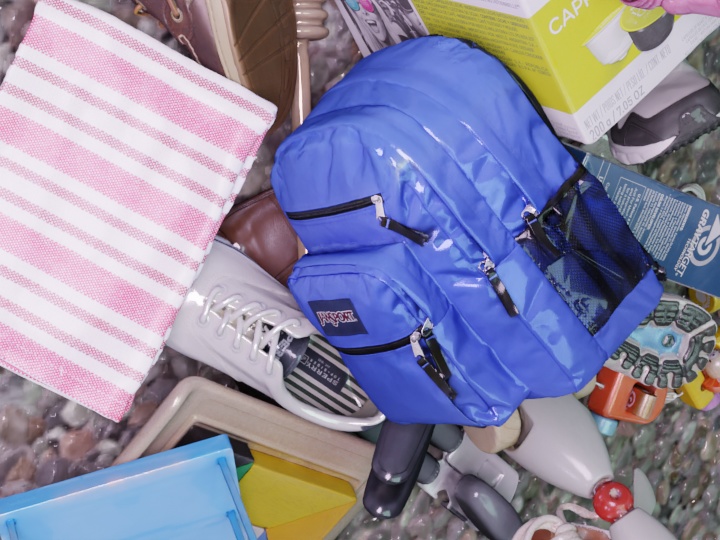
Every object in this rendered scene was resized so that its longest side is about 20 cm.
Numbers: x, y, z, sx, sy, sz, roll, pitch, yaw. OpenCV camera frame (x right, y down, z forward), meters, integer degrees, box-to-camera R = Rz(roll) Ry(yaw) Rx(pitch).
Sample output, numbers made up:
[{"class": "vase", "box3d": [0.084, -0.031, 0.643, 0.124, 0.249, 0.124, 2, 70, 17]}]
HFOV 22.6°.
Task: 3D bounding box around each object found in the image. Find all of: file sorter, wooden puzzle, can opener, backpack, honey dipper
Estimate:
[{"class": "file sorter", "box3d": [-0.117, 0.222, 1.047, 0.139, 0.123, 0.200, -15, 133, -11]}, {"class": "wooden puzzle", "box3d": [-0.088, 0.159, 1.111, 0.200, 0.037, 0.185, 22, 116, -42]}, {"class": "can opener", "box3d": [0.052, 0.122, 1.232, 0.200, 0.066, 0.053, 41, 80, -34]}, {"class": "can opener", "box3d": [0.039, 0.082, 1.113, 0.200, 0.079, 0.063, -52, 150, -61]}, {"class": "backpack", "box3d": [0.046, -0.021, 1.006, 0.168, 0.162, 0.200, -45, 110, -32]}, {"class": "honey dipper", "box3d": [-0.035, -0.084, 1.067, 0.038, 0.038, 0.200, -3, 93, -36]}]

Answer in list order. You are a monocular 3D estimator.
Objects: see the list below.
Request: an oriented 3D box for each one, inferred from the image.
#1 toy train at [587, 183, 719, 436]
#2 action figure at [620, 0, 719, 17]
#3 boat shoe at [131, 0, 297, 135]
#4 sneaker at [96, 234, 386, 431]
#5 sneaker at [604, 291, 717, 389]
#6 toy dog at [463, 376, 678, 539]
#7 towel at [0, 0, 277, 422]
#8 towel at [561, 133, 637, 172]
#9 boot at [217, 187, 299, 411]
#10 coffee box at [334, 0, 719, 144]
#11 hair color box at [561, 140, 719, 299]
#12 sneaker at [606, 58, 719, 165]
[{"class": "toy train", "box3d": [0.252, 0.043, 1.356, 0.150, 0.056, 0.200, 21, 94, -41]}, {"class": "action figure", "box3d": [0.186, -0.183, 0.953, 0.200, 0.134, 0.149, -20, 161, -17]}, {"class": "boat shoe", "box3d": [-0.095, -0.168, 1.007, 0.072, 0.072, 0.200, -54, 132, -46]}, {"class": "sneaker", "box3d": [-0.061, 0.031, 1.039, 0.200, 0.071, 0.073, 28, 85, -26]}, {"class": "sneaker", "box3d": [0.134, 0.024, 1.204, 0.200, 0.090, 0.078, 21, 99, -19]}, {"class": "toy dog", "box3d": [0.140, 0.144, 1.225, 0.132, 0.200, 0.096, -7, 151, -12]}, {"class": "towel", "box3d": [-0.151, -0.035, 0.983, 0.146, 0.030, 0.200, 27, 90, -4]}, {"class": "towel", "box3d": [0.124, -0.008, 1.253, 0.200, 0.034, 0.133, -34, 123, -23]}, {"class": "boot", "box3d": [0.000, 0.000, 1.146, 0.200, 0.064, 0.186, -37, 125, -23]}, {"class": "coffee box", "box3d": [0.097, -0.225, 1.041, 0.200, 0.200, 0.198, -43, 127, -18]}, {"class": "hair color box", "box3d": [0.173, -0.038, 1.191, 0.200, 0.100, 0.061, 17, 98, -39]}, {"class": "sneaker", "box3d": [0.174, -0.124, 1.156, 0.074, 0.200, 0.080, -25, 109, -4]}]
